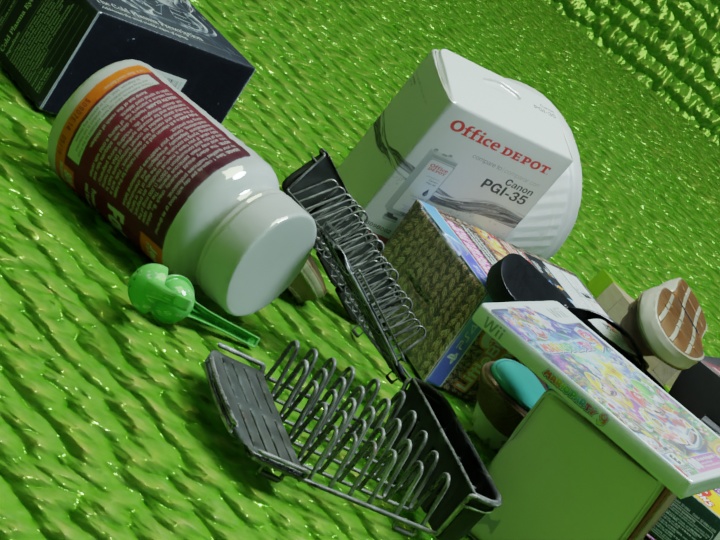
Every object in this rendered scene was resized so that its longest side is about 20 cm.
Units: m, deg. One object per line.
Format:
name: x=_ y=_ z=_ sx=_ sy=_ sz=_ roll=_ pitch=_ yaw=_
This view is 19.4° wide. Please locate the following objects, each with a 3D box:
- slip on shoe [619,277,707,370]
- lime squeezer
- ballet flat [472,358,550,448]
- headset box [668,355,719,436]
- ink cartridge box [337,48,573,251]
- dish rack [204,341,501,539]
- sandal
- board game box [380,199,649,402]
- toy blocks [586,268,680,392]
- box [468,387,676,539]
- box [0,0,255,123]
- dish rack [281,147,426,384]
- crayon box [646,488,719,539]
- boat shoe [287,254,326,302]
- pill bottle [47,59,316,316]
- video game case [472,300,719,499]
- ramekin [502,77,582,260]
slip on shoe: x=0.253 y=0.050 z=1.810 sx=0.076 sy=0.060 sz=0.200 roll=61 pitch=16 yaw=-3
lime squeezer: x=-0.125 y=0.021 z=1.499 sx=0.070 sy=0.038 sz=0.200 roll=10 pitch=-8 yaw=12
ballet flat: x=0.134 y=0.113 z=1.724 sx=0.068 sy=0.072 sz=0.200 roll=57 pitch=23 yaw=17
headset box: x=0.363 y=0.147 z=1.852 sx=0.149 sy=0.075 sz=0.200 roll=41 pitch=20 yaw=34
ink cartridge box: x=0.072 y=-0.082 z=1.897 sx=0.146 sy=0.200 sz=0.083 roll=23 pitch=33 yaw=-29
dish rack: x=-0.012 y=0.109 z=1.453 sx=0.200 sy=0.055 sz=0.153 roll=25 pitch=18 yaw=-28
sandal: x=0.187 y=0.060 z=1.739 sx=0.200 sy=0.043 sz=0.076 roll=40 pitch=37 yaw=-20
board game box: x=0.125 y=0.047 z=1.850 sx=0.200 sy=0.097 sz=0.160 roll=24 pitch=19 yaw=-33
toy blocks: x=0.304 y=0.101 z=2.094 sx=0.137 sy=0.100 sz=0.200 roll=37 pitch=12 yaw=-38
box: x=0.173 y=0.155 z=1.584 sx=0.109 sy=0.128 sz=0.200 roll=39 pitch=17 yaw=13
box: x=-0.229 y=-0.209 z=1.866 sx=0.200 sy=0.104 sz=0.182 roll=15 pitch=24 yaw=-50
dish rack: x=0.000 y=0.000 z=1.681 sx=0.154 sy=0.054 sz=0.200 roll=62 pitch=-4 yaw=-23
crayon box: x=0.292 y=0.201 z=1.814 sx=0.200 sy=0.058 sz=0.172 roll=40 pitch=17 yaw=19
boat shoe: x=-0.107 y=-0.045 z=1.725 sx=0.201 sy=0.063 sz=0.073 roll=48 pitch=5 yaw=-13
pill bottle: x=-0.135 y=-0.061 z=1.608 sx=0.200 sy=0.114 sz=0.114 roll=40 pitch=17 yaw=24
video game case: x=0.185 y=0.090 z=1.533 sx=0.200 sy=0.018 sz=0.143 roll=41 pitch=18 yaw=22
ramekin: x=0.106 y=-0.085 z=2.035 sx=0.202 sy=0.203 sz=0.094 roll=43 pitch=31 yaw=26
